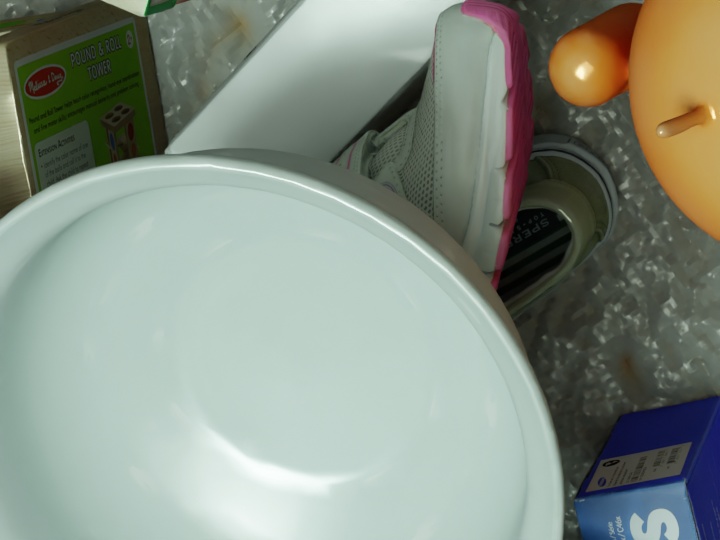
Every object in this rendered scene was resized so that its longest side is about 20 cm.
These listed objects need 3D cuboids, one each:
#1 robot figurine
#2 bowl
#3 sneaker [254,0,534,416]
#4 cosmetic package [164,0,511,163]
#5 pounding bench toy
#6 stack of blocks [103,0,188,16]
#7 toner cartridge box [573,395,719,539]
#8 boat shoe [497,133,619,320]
[{"bbox_3d":[0.148,-0.067,0.698,0.143,0.200,0.117,37,113,5],"label":"robot figurine"},{"bbox_3d":[-0.028,0.042,0.694,0.199,0.090,0.203,7,117,13],"label":"bowl"},{"bbox_3d":[0.000,0.000,0.756,0.088,0.081,0.201,20,113,2],"label":"sneaker"},{"bbox_3d":[0.021,-0.100,0.793,0.051,0.083,0.200,45,112,0],"label":"cosmetic package"},{"bbox_3d":[-0.175,-0.016,0.814,0.155,0.200,0.125,-5,104,18],"label":"pounding bench toy"},{"bbox_3d":[-0.133,-0.161,0.808,0.199,0.115,0.059,24,110,11],"label":"stack of blocks"},{"bbox_3d":[0.128,0.157,0.823,0.043,0.095,0.202,-11,101,20],"label":"toner cartridge box"},{"bbox_3d":[0.006,0.015,0.840,0.199,0.062,0.072,-36,92,22],"label":"boat shoe"}]
